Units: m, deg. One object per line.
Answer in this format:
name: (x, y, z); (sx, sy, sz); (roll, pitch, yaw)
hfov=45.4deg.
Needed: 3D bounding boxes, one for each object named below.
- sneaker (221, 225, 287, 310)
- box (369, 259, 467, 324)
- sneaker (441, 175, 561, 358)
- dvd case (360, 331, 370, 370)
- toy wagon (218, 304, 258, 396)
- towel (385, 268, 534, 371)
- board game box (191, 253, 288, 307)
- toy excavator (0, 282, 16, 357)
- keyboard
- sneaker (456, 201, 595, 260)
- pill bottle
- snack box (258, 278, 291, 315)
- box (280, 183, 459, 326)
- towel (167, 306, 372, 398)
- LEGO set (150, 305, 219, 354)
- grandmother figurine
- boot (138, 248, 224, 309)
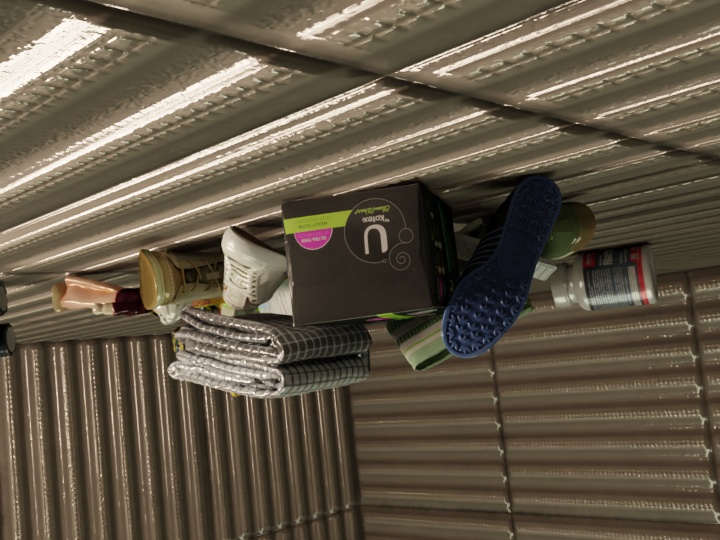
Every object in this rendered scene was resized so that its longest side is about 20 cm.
sneaker: (-0.126, 0.008, 0.996); (0.072, 0.085, 0.200); (31, 174, 10)
box: (0.079, 0.026, 1.426); (0.147, 0.108, 0.200); (-3, 173, -21)
sneaker: (0.143, 0.001, 0.877); (0.070, 0.201, 0.078); (30, 174, 6)
dvd case: (-0.034, 0.089, 1.478); (0.025, 0.151, 0.200); (-32, 159, -12)
toy wagon: (-0.204, 0.104, 1.414); (0.039, 0.202, 0.155); (7, 177, 9)
towel: (0.108, 0.052, 1.025); (0.152, 0.024, 0.200); (-29, -165, -3)
board game box: (-0.188, 0.018, 1.255); (0.198, 0.030, 0.096); (-13, -159, 33)
toy excavator: (-0.544, 0.071, 1.138); (0.099, 0.196, 0.200); (-5, -158, -4)
keyboard: (0.138, -0.024, 1.051); (0.198, 0.011, 0.056); (16, 157, 2)
sneaker: (0.190, -0.040, 1.070); (0.089, 0.068, 0.200); (-9, 180, -31)
pill bottle: (0.493, 0.019, 1.747); (0.198, 0.121, 0.119); (-8, 174, 23)
snack box: (-0.027, 0.026, 1.261); (0.199, 0.068, 0.168); (-30, 165, 36)
box: (0.020, -0.009, 0.914); (0.147, 0.126, 0.200); (-8, 175, 15)
towel: (-0.109, 0.091, 1.039); (0.198, 0.087, 0.165); (7, -174, 37)
LEGO set: (-0.292, 0.086, 1.418); (0.115, 0.156, 0.200); (-7, 171, 5)
grandmother figurine: (-0.330, 0.040, 1.202); (0.198, 0.061, 0.121); (3, -160, 15)
boot: (-0.199, 0.006, 1.083); (0.153, 0.073, 0.200); (-4, -179, -15)
